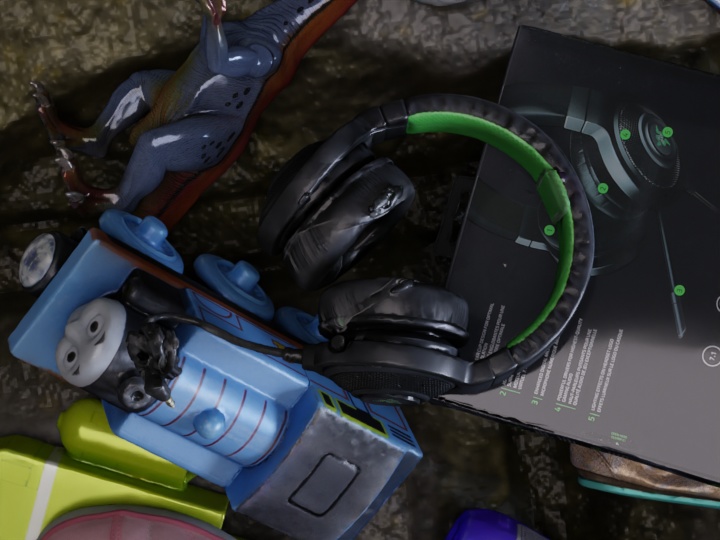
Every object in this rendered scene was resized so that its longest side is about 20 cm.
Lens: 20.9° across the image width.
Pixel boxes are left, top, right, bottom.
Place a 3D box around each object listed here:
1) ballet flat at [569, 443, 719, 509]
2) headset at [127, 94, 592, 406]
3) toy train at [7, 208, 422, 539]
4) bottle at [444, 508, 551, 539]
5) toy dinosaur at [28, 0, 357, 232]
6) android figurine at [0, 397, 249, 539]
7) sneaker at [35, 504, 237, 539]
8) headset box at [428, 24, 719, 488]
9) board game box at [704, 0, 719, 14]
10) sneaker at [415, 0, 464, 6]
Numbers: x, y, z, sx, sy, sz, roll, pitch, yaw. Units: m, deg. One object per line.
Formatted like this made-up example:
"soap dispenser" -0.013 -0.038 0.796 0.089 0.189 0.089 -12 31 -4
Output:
"ballet flat" 0.203 0.091 0.941 0.199 0.068 0.068 13 91 -1
"headset" 0.000 0.000 0.803 0.199 0.094 0.124 -23 79 -5
"toy train" -0.067 0.048 0.898 0.200 0.114 0.087 31 105 -32
"bottle" 0.121 0.196 0.959 0.199 0.065 0.084 30 102 -2
"toy dinosaur" -0.066 -0.097 0.938 0.181 0.105 0.201 -23 131 -3
"android figurine" -0.142 0.156 0.980 0.199 0.041 0.183 15 100 0
"sneaker" -0.070 0.173 0.906 0.199 0.105 0.076 23 100 4
"headset box" 0.131 0.000 0.885 0.199 0.093 0.175 15 86 8
"board game box" 0.208 -0.186 0.910 0.200 0.037 0.151 39 99 -2
"sneaker" 0.069 -0.211 0.855 0.130 0.079 0.201 14 124 41
